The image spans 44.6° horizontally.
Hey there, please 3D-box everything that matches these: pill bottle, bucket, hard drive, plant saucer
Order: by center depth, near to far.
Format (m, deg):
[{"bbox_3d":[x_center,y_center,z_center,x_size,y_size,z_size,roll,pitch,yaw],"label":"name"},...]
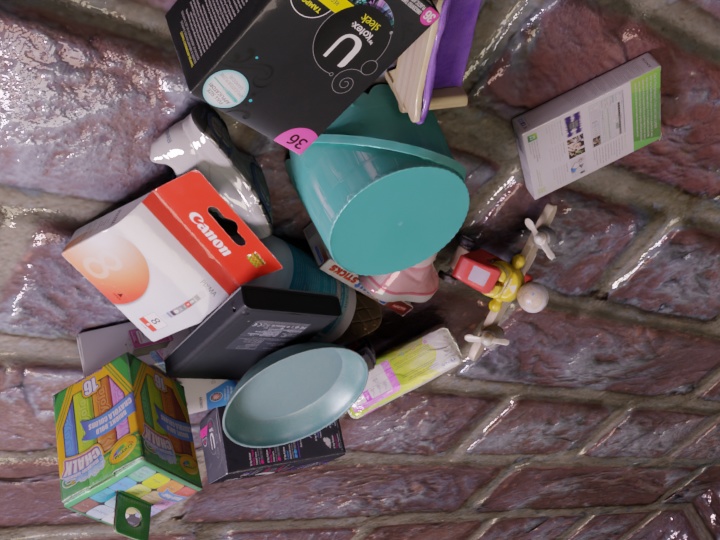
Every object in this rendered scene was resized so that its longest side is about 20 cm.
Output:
[{"bbox_3d":[0.025,-0.102,1.040,0.205,0.135,0.208,-16,144,-12],"label":"bucket"},{"bbox_3d":[-0.135,0.083,1.078,0.139,0.033,0.200,7,147,-39],"label":"hard drive"},{"bbox_3d":[-0.086,0.152,1.122,0.198,0.036,0.201,-19,143,-15],"label":"plant saucer"},{"bbox_3d":[-0.103,0.021,1.140,0.111,0.111,0.199,-39,141,19],"label":"pill bottle"}]

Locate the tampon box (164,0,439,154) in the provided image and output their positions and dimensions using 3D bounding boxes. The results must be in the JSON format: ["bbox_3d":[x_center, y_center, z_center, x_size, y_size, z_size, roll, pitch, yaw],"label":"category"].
[{"bbox_3d":[-0.059,-0.240,0.830,0.200,0.127,0.149,-42,139,23],"label":"tampon box"}]

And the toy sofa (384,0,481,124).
[{"bbox_3d":[0.091,-0.256,0.921,0.082,0.098,0.201,-10,140,-18],"label":"toy sofa"}]

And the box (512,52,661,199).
[{"bbox_3d":[0.307,-0.190,1.179,0.199,0.037,0.145,-25,144,2],"label":"box"}]

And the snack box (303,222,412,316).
[{"bbox_3d":[0.000,0.000,1.204,0.024,0.072,0.200,-39,141,17],"label":"snack box"}]

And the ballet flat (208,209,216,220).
[{"bbox_3d":[-0.212,-0.010,1.076,0.074,0.075,0.201,-5,139,-24],"label":"ballet flat"}]

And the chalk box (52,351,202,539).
[{"bbox_3d":[-0.283,0.229,1.077,0.123,0.201,0.125,-30,143,10],"label":"chalk box"}]

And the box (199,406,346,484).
[{"bbox_3d":[-0.141,0.265,1.395,0.198,0.107,0.122,-4,162,-26],"label":"box"}]

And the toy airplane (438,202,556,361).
[{"bbox_3d":[0.226,0.021,1.299,0.198,0.141,0.201,-32,134,-23],"label":"toy airplane"}]

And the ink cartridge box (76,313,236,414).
[{"bbox_3d":[-0.275,0.136,1.206,0.198,0.085,0.145,-12,141,-15],"label":"ink cartridge box"}]

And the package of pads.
[{"bbox_3d":[0.062,0.153,1.379,0.199,0.069,0.155,-29,177,4],"label":"package of pads"}]

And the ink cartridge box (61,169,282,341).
[{"bbox_3d":[-0.213,-0.009,1.000,0.199,0.050,0.162,-20,125,30],"label":"ink cartridge box"}]

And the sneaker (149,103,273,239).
[{"bbox_3d":[-0.163,-0.103,1.001,0.087,0.075,0.200,-23,136,12],"label":"sneaker"}]

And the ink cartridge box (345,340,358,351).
[{"bbox_3d":[-0.089,0.140,1.261,0.173,0.044,0.200,-33,-179,2],"label":"ink cartridge box"}]

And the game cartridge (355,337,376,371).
[{"bbox_3d":[-0.036,0.150,1.305,0.129,0.039,0.200,-36,-179,0],"label":"game cartridge"}]

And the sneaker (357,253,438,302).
[{"bbox_3d":[0.078,-0.017,1.196,0.105,0.075,0.200,-55,161,18],"label":"sneaker"}]

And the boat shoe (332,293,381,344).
[{"bbox_3d":[-0.068,0.080,1.278,0.198,0.073,0.068,-13,173,-17],"label":"boat shoe"}]
